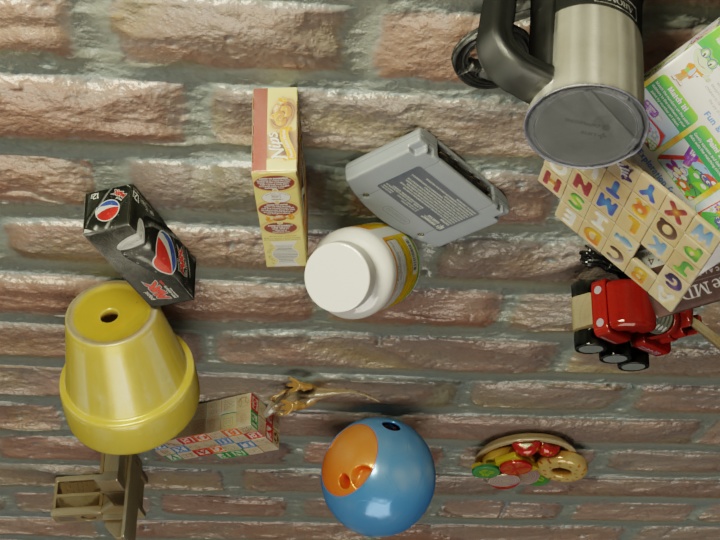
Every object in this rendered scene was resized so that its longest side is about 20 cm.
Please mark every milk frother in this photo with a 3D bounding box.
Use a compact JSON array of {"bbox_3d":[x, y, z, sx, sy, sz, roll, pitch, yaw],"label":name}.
[{"bbox_3d":[0.183,-0.189,1.228,0.178,0.190,0.201,11,145,-3],"label":"milk frother"}]

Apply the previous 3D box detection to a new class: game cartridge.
[{"bbox_3d":[0.078,-0.098,1.533,0.132,0.042,0.199,-18,145,33],"label":"game cartridge"}]

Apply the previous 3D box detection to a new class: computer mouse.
[{"bbox_3d":[0.398,-0.035,1.643,0.109,0.044,0.199,26,140,-36],"label":"computer mouse"}]

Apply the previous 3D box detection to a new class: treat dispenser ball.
[{"bbox_3d":[0.030,0.353,2.119,0.198,0.203,0.202,-1,149,-1],"label":"treat dispenser ball"}]

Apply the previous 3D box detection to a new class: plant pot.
[{"bbox_3d":[-0.337,0.124,1.751,0.198,0.202,0.190,-3,133,2],"label":"plant pot"}]

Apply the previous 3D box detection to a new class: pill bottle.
[{"bbox_3d":[0.000,0.000,1.534,0.110,0.113,0.200,-12,-179,17],"label":"pill bottle"}]

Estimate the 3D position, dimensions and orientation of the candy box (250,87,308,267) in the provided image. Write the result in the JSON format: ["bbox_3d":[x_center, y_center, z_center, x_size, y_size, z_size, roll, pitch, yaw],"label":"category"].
[{"bbox_3d":[-0.092,-0.104,1.435,0.055,0.117,0.201,-2,149,0],"label":"candy box"}]

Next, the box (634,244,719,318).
[{"bbox_3d":[0.375,-0.088,1.357,0.164,0.164,0.202,-18,105,25],"label":"box"}]

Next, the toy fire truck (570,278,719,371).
[{"bbox_3d":[0.412,0.077,1.709,0.199,0.130,0.175,-18,152,39],"label":"toy fire truck"}]

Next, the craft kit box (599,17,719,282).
[{"bbox_3d":[0.349,-0.121,1.233,0.197,0.049,0.201,-35,98,31],"label":"craft kit box"}]

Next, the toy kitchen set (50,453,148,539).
[{"bbox_3d":[-0.497,0.426,2.255,0.178,0.165,0.201,-4,149,4],"label":"toy kitchen set"}]

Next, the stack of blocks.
[{"bbox_3d":[-0.251,0.275,2.117,0.198,0.059,0.115,-12,148,17],"label":"stack of blocks"}]

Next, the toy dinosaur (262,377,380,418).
[{"bbox_3d":[-0.081,0.202,2.023,0.198,0.061,0.106,-10,173,24],"label":"toy dinosaur"}]

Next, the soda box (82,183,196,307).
[{"bbox_3d":[-0.283,-0.029,1.605,0.070,0.064,0.200,-10,149,14],"label":"soda box"}]

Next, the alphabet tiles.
[{"bbox_3d":[0.268,-0.058,1.274,0.200,0.008,0.168,42,158,16],"label":"alphabet tiles"}]

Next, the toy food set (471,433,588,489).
[{"bbox_3d":[0.306,0.358,2.289,0.197,0.049,0.199,-24,143,32],"label":"toy food set"}]
